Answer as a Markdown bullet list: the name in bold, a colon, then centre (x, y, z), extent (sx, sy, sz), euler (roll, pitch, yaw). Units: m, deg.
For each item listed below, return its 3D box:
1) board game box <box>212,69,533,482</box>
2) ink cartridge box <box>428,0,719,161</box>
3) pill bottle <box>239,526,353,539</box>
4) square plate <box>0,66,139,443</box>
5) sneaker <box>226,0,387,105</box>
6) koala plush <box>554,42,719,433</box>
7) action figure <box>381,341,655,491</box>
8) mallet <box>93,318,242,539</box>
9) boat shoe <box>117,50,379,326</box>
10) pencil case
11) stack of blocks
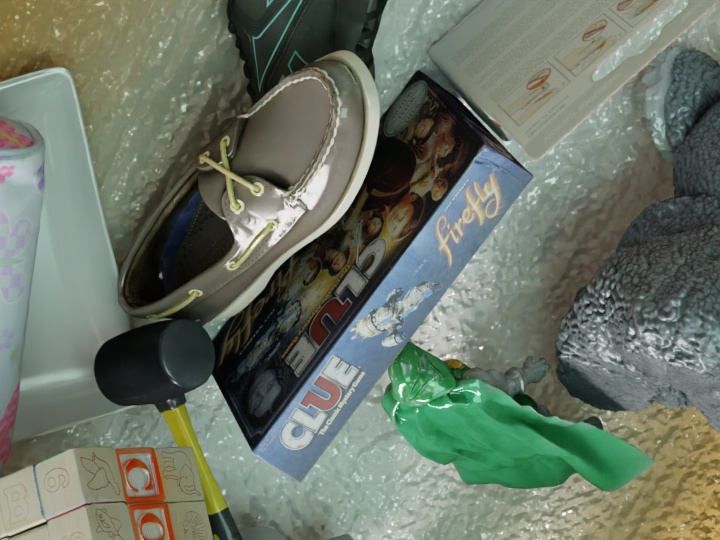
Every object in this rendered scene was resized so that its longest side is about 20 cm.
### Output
- **board game box**: centre (0.000, 0.000, 1.428), extent (0.035, 0.136, 0.200), euler (34, 98, -24)
- **ink cartridge box**: centre (0.129, -0.124, 1.380), extent (0.160, 0.200, 0.047), euler (-41, 115, 3)
- **pill bottle**: centre (-0.089, 0.210, 1.496), extent (0.199, 0.111, 0.111), euler (-17, 114, -9)
- **square plate**: centre (-0.227, 0.006, 1.425), extent (0.197, 0.028, 0.201), euler (-17, 114, -10)
- **sneaker**: centre (-0.030, -0.118, 1.421), extent (0.079, 0.075, 0.201), euler (18, 114, 9)
- **koala plush**: centre (0.208, -0.018, 1.461), extent (0.176, 0.184, 0.201), euler (19, 76, 17)
- **action figure**: centre (0.068, 0.078, 1.461), extent (0.118, 0.055, 0.200), euler (-13, 158, 25)
- **mallet**: centre (-0.074, 0.118, 1.421), extent (0.041, 0.066, 0.201), euler (-26, 89, -42)
- **boat shoe**: centre (-0.060, -0.038, 1.388), extent (0.059, 0.072, 0.200), euler (-9, 152, -41)
- **pencil case**: centre (-0.214, 0.016, 1.370), extent (0.090, 0.083, 0.201), euler (-2, 111, -37)
- **stack of blocks**: centre (-0.186, 0.145, 1.365), extent (0.115, 0.199, 0.059), euler (2, 70, -51)
